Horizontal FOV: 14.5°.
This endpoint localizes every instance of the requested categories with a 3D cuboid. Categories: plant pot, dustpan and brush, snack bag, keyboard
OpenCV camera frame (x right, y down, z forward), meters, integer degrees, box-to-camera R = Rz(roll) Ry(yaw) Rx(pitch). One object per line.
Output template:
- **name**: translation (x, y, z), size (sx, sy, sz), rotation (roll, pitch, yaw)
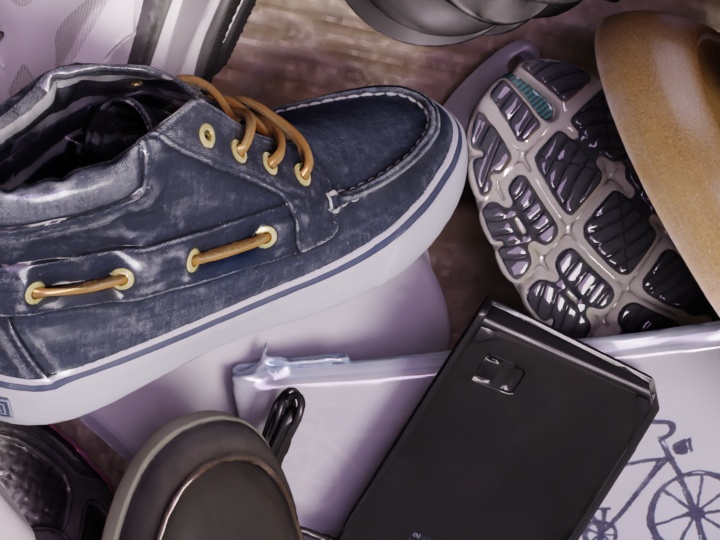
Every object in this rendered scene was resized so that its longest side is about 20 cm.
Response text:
- **plant pot**: translation (0.147, -0.009, 0.952), size (0.027, 0.200, 0.200), rotation (-34, 105, 18)
- **dustpan and brush**: translation (0.000, 0.000, 0.988), size (0.200, 0.057, 0.140), rotation (-45, 123, 1)
- **snack bag**: translation (0.057, 0.109, 0.984), size (0.187, 0.021, 0.201), rotation (-5, 118, 0)
- **keyboard**: translation (0.002, 0.094, 0.954), size (0.127, 0.021, 0.201), rotation (24, 112, -18)

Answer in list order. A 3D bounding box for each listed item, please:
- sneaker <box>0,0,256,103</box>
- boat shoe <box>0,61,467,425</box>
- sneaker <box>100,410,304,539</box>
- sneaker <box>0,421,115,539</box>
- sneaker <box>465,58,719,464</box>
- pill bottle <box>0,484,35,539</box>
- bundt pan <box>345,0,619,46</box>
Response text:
- **sneaker**: translation (-0.113, -0.063, 0.956), size (0.115, 0.076, 0.201), rotation (26, 96, 3)
- **boat shoe**: translation (-0.042, -0.031, 0.889), size (0.200, 0.071, 0.091), rotation (-30, 138, -32)
- **sneaker**: translation (-0.027, 0.149, 0.886), size (0.074, 0.106, 0.201), rotation (-9, 105, -29)
- **sneaker**: translation (-0.098, 0.139, 0.962), size (0.079, 0.095, 0.201), rotation (-23, 101, -7)
- **sneaker**: translation (0.101, 0.010, 1.000), size (0.077, 0.080, 0.200), rotation (-42, 109, -4)
- **pill bottle**: translation (-0.205, 0.095, 0.811), size (0.200, 0.120, 0.120), rotation (-38, 104, -7)
- **bundt pan**: translation (0.077, -0.125, 0.912), size (0.201, 0.202, 0.076), rotation (-17, 93, -11)
